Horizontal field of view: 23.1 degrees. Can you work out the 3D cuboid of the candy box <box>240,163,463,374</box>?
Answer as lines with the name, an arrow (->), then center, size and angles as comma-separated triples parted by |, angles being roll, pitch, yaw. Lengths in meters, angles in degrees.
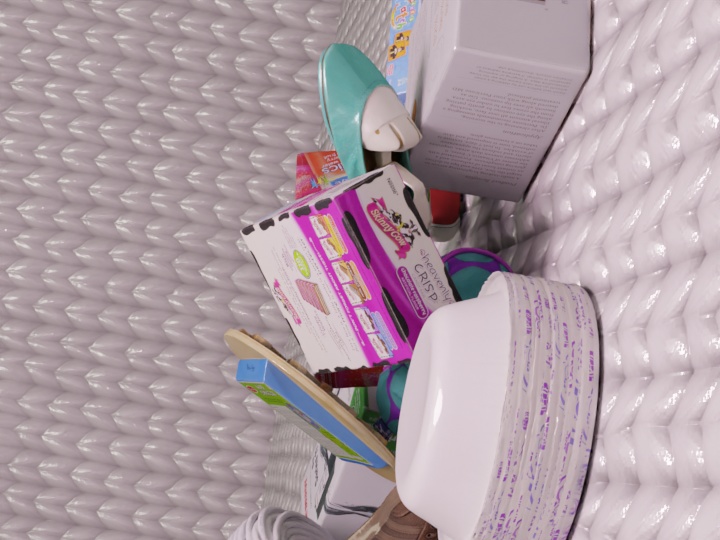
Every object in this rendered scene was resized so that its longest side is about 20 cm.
candy box -> -0.006, 0.004, 1.352 | 0.137, 0.061, 0.200 | 63, 156, -6

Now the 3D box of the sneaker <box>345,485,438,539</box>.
sneaker -> 0.051, 0.223, 1.519 | 0.070, 0.076, 0.200 | -31, -15, -48

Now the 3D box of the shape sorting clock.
shape sorting clock -> -0.039, 0.116, 1.522 | 0.039, 0.200, 0.200 | -54, 2, -10

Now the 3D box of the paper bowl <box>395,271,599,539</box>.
paper bowl -> 0.086, 0.100, 1.193 | 0.201, 0.104, 0.201 | -170, 90, -84

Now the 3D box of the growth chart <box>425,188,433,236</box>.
growth chart -> 0.057, -0.032, 1.572 | 0.200, 0.018, 0.145 | -88, -5, -59

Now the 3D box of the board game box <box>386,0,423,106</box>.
board game box -> 0.078, -0.196, 1.600 | 0.151, 0.037, 0.201 | 44, -138, -45

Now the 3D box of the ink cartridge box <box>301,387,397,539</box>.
ink cartridge box -> 0.007, 0.186, 1.731 | 0.147, 0.083, 0.200 | -95, 23, -62

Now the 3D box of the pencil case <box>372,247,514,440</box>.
pencil case -> 0.069, 0.065, 1.436 | 0.085, 0.092, 0.200 | -44, -14, -34

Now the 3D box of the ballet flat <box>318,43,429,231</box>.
ballet flat -> 0.021, -0.085, 1.381 | 0.067, 0.070, 0.201 | -34, -59, -43

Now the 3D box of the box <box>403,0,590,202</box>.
box -> 0.105, -0.172, 1.396 | 0.200, 0.106, 0.153 | 113, 165, -61

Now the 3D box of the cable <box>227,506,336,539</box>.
cable -> -0.039, 0.302, 1.583 | 0.069, 0.200, 0.200 | -46, 24, 10

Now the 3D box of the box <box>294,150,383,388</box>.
box -> 0.000, 0.000, 1.539 | 0.096, 0.099, 0.200 | -90, -4, -53

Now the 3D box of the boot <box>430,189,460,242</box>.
boot -> 0.076, -0.122, 1.744 | 0.200, 0.072, 0.145 | -86, 10, -64
